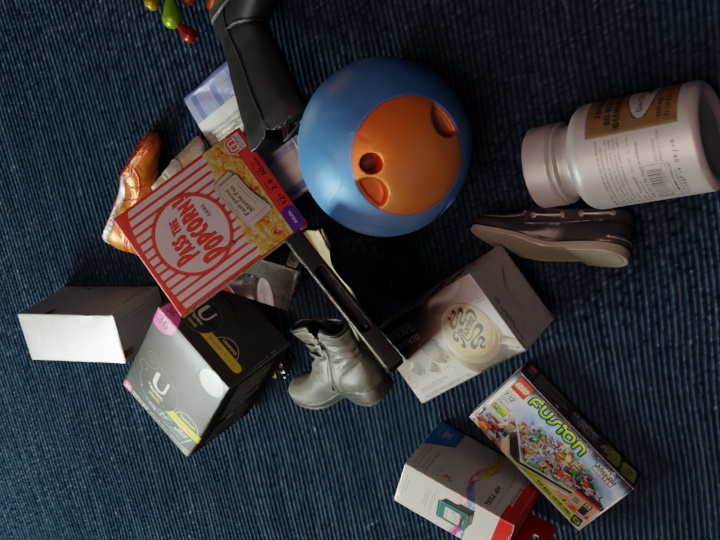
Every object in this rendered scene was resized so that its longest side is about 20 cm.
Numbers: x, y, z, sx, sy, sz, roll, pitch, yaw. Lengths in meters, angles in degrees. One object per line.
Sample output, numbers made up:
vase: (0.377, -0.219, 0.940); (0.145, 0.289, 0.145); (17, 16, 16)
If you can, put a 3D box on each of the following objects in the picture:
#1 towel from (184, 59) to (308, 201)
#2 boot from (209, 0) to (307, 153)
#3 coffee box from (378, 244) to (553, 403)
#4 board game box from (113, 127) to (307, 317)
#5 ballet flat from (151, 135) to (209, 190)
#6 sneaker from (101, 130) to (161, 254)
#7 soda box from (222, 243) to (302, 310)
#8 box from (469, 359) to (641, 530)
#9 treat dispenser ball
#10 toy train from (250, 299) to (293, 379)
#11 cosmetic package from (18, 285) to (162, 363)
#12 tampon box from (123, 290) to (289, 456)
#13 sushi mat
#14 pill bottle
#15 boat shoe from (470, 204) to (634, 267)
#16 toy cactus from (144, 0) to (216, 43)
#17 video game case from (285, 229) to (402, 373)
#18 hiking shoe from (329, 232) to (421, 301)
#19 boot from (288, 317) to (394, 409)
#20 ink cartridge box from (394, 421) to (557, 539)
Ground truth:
towel: (-0.136, -0.175, 1.520); (0.146, 0.024, 0.201); (-31, 92, 40)
boot: (-0.106, -0.263, 1.382); (0.165, 0.065, 0.202); (-44, 56, 48)
coffee box: (0.122, 0.068, 1.425); (0.114, 0.080, 0.199); (53, 137, -3)
board game box: (-0.190, -0.060, 1.487); (0.199, 0.046, 0.152); (-37, 88, -4)
ballet flat: (-0.253, -0.091, 1.590); (0.068, 0.067, 0.202); (51, 137, 42)
sneaker: (-0.303, -0.110, 1.636); (0.076, 0.073, 0.201); (21, 128, -5)
soda box: (-0.176, -0.018, 1.552); (0.198, 0.064, 0.071); (18, 122, 0)
box: (0.243, 0.220, 1.469); (0.200, 0.035, 0.110); (45, 127, 5)
treat dispenser ball: (0.027, -0.140, 1.325); (0.199, 0.201, 0.203); (13, 119, 25)
toy train: (-0.149, 0.063, 1.633); (0.045, 0.034, 0.202); (-15, 103, 39)
cosmetic package: (-0.398, 0.079, 1.744); (0.198, 0.113, 0.082); (-3, 111, 30)
tampon box: (-0.217, 0.130, 1.621); (0.150, 0.126, 0.201); (45, 138, 12)
sushi mat: (-0.019, 0.034, 1.521); (0.202, 0.012, 0.096); (63, 168, -8)
pill bottle: (0.278, -0.126, 1.235); (0.198, 0.114, 0.116); (-9, 108, 34)
boat shoe: (0.223, -0.050, 1.353); (0.198, 0.073, 0.063); (9, 74, 34)
toy cactus: (-0.234, -0.399, 1.440); (0.165, 0.102, 0.201); (38, 135, 22)
video game case: (-0.014, 0.041, 1.362); (0.025, 0.200, 0.181); (-38, 84, -2)
hiking shoe: (0.000, 0.000, 1.418); (0.086, 0.200, 0.075); (8, 81, 26)
boot: (-0.051, 0.114, 1.542); (0.199, 0.068, 0.131); (-10, 123, 50)
ink cartridge box: (0.158, 0.292, 1.503); (0.198, 0.116, 0.068); (27, 123, 17)
